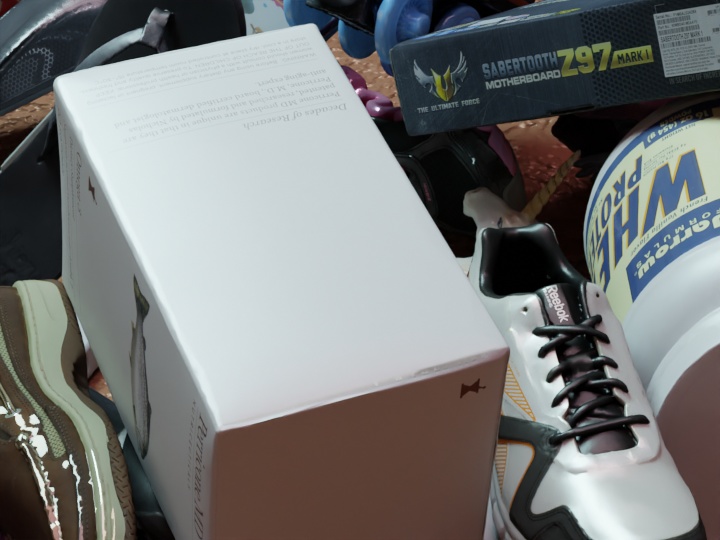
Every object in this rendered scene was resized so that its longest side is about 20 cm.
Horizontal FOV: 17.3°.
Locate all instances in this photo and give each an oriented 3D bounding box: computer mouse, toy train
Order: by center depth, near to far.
[{"bbox_3d":[0.037,-0.158,1.244,0.086,0.115,0.200,22,3,29],"label":"toy train"},{"bbox_3d":[-0.194,-0.122,1.334,0.200,0.053,0.138,-30,12,-23],"label":"computer mouse"}]

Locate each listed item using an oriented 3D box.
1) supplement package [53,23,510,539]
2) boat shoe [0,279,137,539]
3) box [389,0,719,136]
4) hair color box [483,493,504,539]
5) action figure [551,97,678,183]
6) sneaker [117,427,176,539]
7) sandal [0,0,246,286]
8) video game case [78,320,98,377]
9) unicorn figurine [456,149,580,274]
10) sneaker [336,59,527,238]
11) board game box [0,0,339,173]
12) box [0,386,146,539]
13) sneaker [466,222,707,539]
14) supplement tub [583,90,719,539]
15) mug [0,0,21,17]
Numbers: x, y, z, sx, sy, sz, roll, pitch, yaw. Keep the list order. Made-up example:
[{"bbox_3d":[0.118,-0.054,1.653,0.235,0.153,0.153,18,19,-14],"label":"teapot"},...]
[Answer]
[{"bbox_3d":[-0.037,0.016,0.927,0.117,0.117,0.200,-13,47,-18],"label":"supplement package"},{"bbox_3d":[-0.143,0.078,0.961,0.075,0.075,0.202,-2,31,-18],"label":"boat shoe"},{"bbox_3d":[0.139,-0.114,1.154,0.200,0.051,0.158,-5,10,39],"label":"box"},{"bbox_3d":[0.022,0.109,0.986,0.099,0.061,0.200,13,33,22],"label":"hair color box"},{"bbox_3d":[0.175,-0.140,1.307,0.134,0.149,0.201,25,58,-17],"label":"action figure"},{"bbox_3d":[-0.045,0.051,1.014,0.076,0.088,0.200,34,24,0],"label":"sneaker"},{"bbox_3d":[-0.124,-0.066,1.150,0.076,0.200,0.043,36,8,3],"label":"sandal"},{"bbox_3d":[-0.239,0.051,1.140,0.199,0.023,0.182,8,31,17],"label":"video game case"},{"bbox_3d":[0.000,0.000,1.181,0.200,0.074,0.137,-38,44,-23],"label":"unicorn figurine"},{"bbox_3d":[0.003,-0.051,1.265,0.095,0.079,0.200,-31,33,-30],"label":"sneaker"},{"bbox_3d":[-0.087,-0.111,1.289,0.064,0.147,0.200,49,41,-3],"label":"board game box"},{"bbox_3d":[-0.179,0.104,0.999,0.143,0.036,0.200,30,39,20],"label":"box"},{"bbox_3d":[0.080,0.054,0.945,0.073,0.080,0.200,-7,34,-18],"label":"sneaker"},{"bbox_3d":[0.177,0.021,1.043,0.144,0.145,0.200,-2,29,1],"label":"supplement tub"},{"bbox_3d":[-0.218,-0.211,1.493,0.199,0.134,0.177,-15,34,-28],"label":"mug"}]
